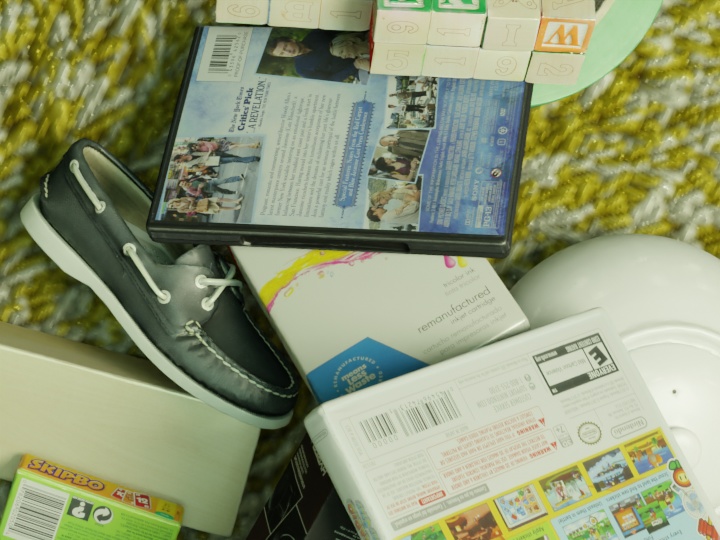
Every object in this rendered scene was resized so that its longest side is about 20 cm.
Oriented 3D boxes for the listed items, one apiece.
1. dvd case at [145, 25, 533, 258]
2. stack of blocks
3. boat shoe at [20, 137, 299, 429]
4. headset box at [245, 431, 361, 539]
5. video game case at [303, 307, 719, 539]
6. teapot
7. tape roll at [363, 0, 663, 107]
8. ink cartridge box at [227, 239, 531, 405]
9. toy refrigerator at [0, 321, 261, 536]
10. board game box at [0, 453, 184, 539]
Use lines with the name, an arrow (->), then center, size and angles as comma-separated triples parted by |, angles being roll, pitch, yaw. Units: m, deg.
dvd case -> -0.009, -0.073, 1.069 | 0.199, 0.018, 0.143 | 3, 59, 12
stack of blocks -> 0.022, -0.169, 1.055 | 0.199, 0.059, 0.115 | 3, 60, -4
boat shoe -> -0.105, 0.007, 1.090 | 0.200, 0.076, 0.060 | 40, 110, 8
headset box -> 0.002, 0.192, 0.995 | 0.149, 0.077, 0.200 | 24, 106, -18
video game case -> 0.090, 0.122, 0.948 | 0.200, 0.023, 0.182 | -16, 73, -39
teapot -> 0.164, 0.077, 1.091 | 0.197, 0.146, 0.201 | 14, 100, -10
tape roll -> 0.081, -0.193, 1.138 | 0.200, 0.048, 0.201 | 0, 92, -6
ink cartridge box -> 0.000, 0.000, 1.075 | 0.116, 0.067, 0.200 | -31, 57, -4
toy refrigerator -> -0.160, 0.084, 1.115 | 0.199, 0.070, 0.076 | 15, 97, -5
board game box -> -0.175, 0.205, 1.107 | 0.095, 0.030, 0.200 | 19, 110, -5
